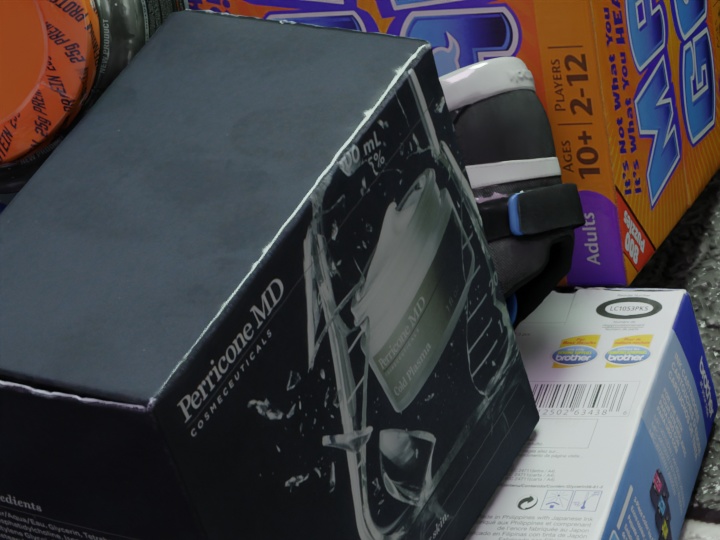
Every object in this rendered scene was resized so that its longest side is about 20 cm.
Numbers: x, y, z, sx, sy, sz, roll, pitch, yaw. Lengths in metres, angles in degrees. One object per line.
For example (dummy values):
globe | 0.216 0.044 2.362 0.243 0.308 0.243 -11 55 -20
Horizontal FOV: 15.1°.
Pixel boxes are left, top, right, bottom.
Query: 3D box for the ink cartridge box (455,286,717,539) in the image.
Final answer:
ink cartridge box | 0.067 0.077 1.134 0.136 0.076 0.200 0 43 24

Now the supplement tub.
supplement tub | -0.138 -0.095 1.084 0.122 0.123 0.200 -16 5 5

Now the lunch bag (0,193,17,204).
lunch bag | -0.162 -0.017 1.278 0.082 0.161 0.200 -18 33 -21

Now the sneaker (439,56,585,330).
sneaker | 0.000 0.000 1.135 0.200 0.112 0.073 -26 -11 28

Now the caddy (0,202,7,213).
caddy | -0.141 0.047 1.126 0.141 0.200 0.105 10 54 36

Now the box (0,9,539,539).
box | -0.045 0.043 1.004 0.124 0.197 0.200 9 46 32

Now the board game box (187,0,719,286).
board game box | 0.045 -0.118 1.243 0.200 0.200 0.200 -1 21 23
